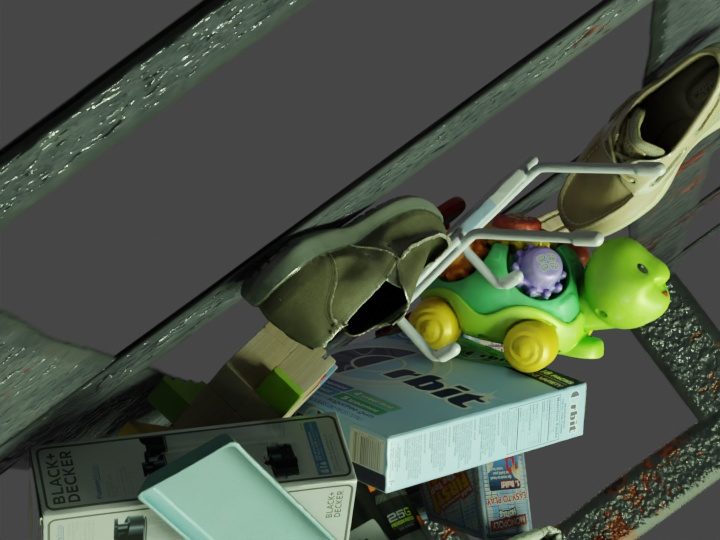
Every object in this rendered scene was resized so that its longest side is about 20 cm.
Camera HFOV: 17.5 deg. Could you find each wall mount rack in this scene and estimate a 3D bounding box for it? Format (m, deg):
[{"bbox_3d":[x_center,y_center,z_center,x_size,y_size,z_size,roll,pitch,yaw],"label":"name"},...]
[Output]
[{"bbox_3d":[0.110,-0.024,1.607,0.174,0.075,0.200,-44,-179,39],"label":"wall mount rack"}]

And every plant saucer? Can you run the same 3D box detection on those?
[{"bbox_3d":[-0.059,0.164,1.447,0.070,0.019,0.200,-30,135,11],"label":"plant saucer"}]

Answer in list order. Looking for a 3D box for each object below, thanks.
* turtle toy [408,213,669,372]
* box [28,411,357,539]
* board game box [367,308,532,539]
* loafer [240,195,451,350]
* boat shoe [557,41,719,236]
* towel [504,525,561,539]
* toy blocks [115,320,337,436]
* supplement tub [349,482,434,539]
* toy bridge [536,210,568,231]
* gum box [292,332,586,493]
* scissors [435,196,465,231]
[{"bbox_3d":[0.134,0.013,1.758,0.146,0.199,0.102,-24,124,-68],"label":"turtle toy"},{"bbox_3d":[-0.109,0.158,1.480,0.199,0.060,0.117,-7,136,-13],"label":"box"},{"bbox_3d":[0.060,0.141,1.927,0.062,0.201,0.200,1,157,-44],"label":"board game box"},{"bbox_3d":[0.000,0.008,1.461,0.075,0.070,0.200,-41,170,33],"label":"loafer"},{"bbox_3d":[0.210,-0.097,1.739,0.200,0.072,0.065,-43,160,29],"label":"boat shoe"},{"bbox_3d":[0.040,0.269,1.837,0.192,0.035,0.200,-39,168,37],"label":"towel"},{"bbox_3d":[-0.074,0.088,1.586,0.200,0.100,0.137,-49,176,41],"label":"toy blocks"},{"bbox_3d":[-0.027,0.190,1.885,0.122,0.200,0.123,-30,167,-8],"label":"supplement tub"},{"bbox_3d":[0.146,-0.023,1.961,0.067,0.027,0.200,-37,172,10],"label":"toy bridge"},{"bbox_3d":[0.035,0.096,1.706,0.199,0.045,0.170,-11,-159,-40],"label":"gum box"},{"bbox_3d":[0.000,0.000,1.606,0.200,0.014,0.073,-31,172,-38],"label":"scissors"}]
